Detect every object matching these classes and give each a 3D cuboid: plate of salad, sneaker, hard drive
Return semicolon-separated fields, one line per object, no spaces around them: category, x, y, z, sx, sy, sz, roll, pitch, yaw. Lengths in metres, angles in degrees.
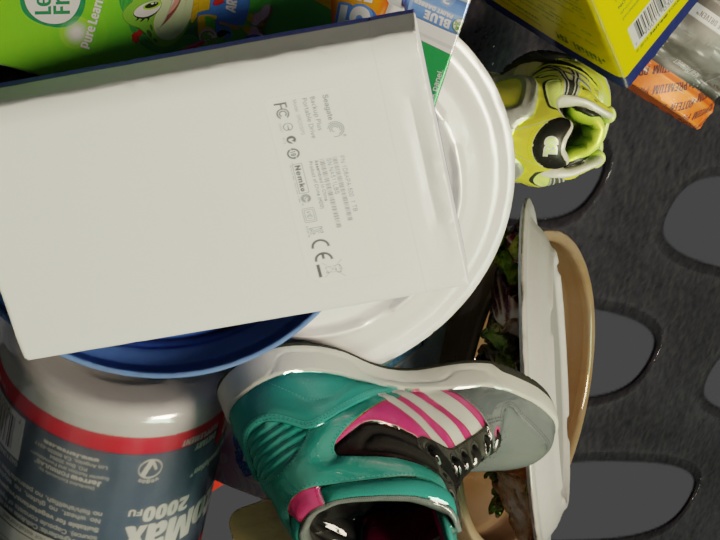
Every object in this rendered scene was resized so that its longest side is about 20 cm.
plate of salad;-0.025;-0.041;1.215;0.199;0.048;0.201;-5;114;-11
sneaker;0.031;0.104;1.234;0.199;0.121;0.084;8;139;-37
hard drive;-0.063;-0.034;1.089;0.199;0.025;0.132;-10;126;6
plate of salad;0.089;0.061;1.427;0.200;0.048;0.201;-3;90;-82
sneaker;0.104;-0.074;1.392;0.200;0.076;0.076;-24;127;-64

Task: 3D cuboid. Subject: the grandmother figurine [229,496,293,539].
grandmother figurine;0.004;0.118;1.331;0.200;0.060;0.122;-35;135;-55

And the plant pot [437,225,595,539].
plant pot;0.064;0.068;1.571;0.201;0.092;0.202;-31;126;-57

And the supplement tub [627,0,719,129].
supplement tub;0.215;-0.193;1.527;0.201;0.122;0.122;-58;153;3

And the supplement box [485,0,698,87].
supplement box;0.116;-0.206;1.365;0.110;0.109;0.200;-51;153;-8

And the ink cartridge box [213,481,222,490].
ink cartridge box;-0.062;0.072;1.459;0.200;0.043;0.174;-29;141;-42

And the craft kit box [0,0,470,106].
craft kit box;-0.041;-0.160;1.075;0.049;0.196;0.201;-105;-149;-72

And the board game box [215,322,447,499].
board game box;0.000;0.000;1.360;0.200;0.041;0.201;-25;130;-62

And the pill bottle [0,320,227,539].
pill bottle;-0.135;0.112;1.299;0.119;0.119;0.201;-27;142;-43

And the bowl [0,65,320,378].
bowl;-0.090;-0.052;1.147;0.201;0.200;0.039;-62;-164;13
